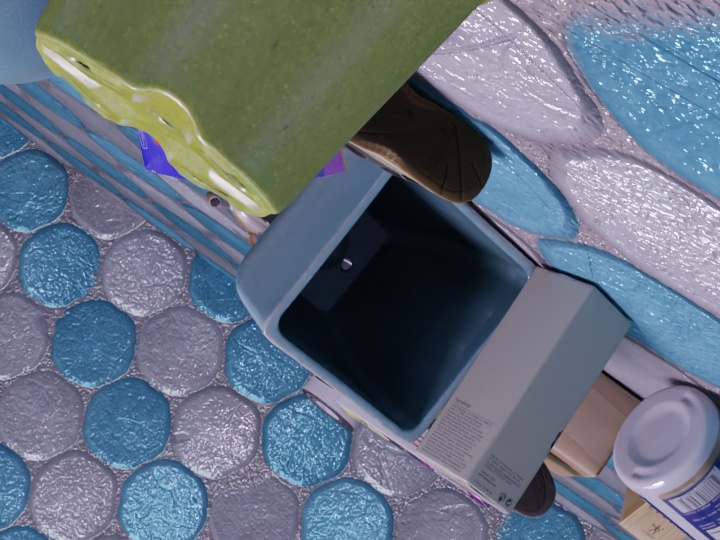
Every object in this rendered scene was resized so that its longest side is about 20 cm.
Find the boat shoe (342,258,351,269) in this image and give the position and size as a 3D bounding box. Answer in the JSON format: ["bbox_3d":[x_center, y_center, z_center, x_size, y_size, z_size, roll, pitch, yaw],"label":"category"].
[{"bbox_3d":[-0.045,0.009,1.417,0.072,0.068,0.200,21,165,-4],"label":"boat shoe"}]

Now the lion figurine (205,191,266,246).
[{"bbox_3d":[-0.161,-0.081,1.859,0.200,0.072,0.122,56,176,-28],"label":"lion figurine"}]

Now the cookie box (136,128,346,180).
[{"bbox_3d":[-0.093,-0.143,0.834,0.200,0.075,0.172,19,121,65],"label":"cookie box"}]

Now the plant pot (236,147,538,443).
[{"bbox_3d":[0.000,0.000,1.206,0.196,0.196,0.200,40,177,-30],"label":"plant pot"}]

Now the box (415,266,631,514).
[{"bbox_3d":[0.140,0.101,1.133,0.068,0.200,0.082,40,171,-34],"label":"box"}]

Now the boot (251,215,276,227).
[{"bbox_3d":[-0.055,-0.062,1.463,0.203,0.074,0.154,34,169,-1],"label":"boot"}]

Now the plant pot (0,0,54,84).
[{"bbox_3d":[-0.233,-0.196,0.830,0.200,0.200,0.135,30,168,36],"label":"plant pot"}]

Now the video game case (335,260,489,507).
[{"bbox_3d":[0.103,0.094,1.251,0.181,0.200,0.036,32,171,28],"label":"video game case"}]

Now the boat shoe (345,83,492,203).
[{"bbox_3d":[0.003,-0.112,0.920,0.200,0.073,0.065,39,166,-25],"label":"boat shoe"}]

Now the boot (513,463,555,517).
[{"bbox_3d":[0.142,0.212,1.494,0.200,0.073,0.151,36,171,20],"label":"boot"}]

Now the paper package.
[{"bbox_3d":[0.194,0.138,1.479,0.200,0.104,0.191,36,171,1],"label":"paper package"}]

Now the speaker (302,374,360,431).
[{"bbox_3d":[0.023,0.088,1.556,0.081,0.200,0.081,37,168,9],"label":"speaker"}]

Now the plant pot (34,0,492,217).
[{"bbox_3d":[-0.038,-0.132,0.576,0.200,0.184,0.200,35,172,6],"label":"plant pot"}]

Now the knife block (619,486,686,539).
[{"bbox_3d":[0.373,0.228,1.469,0.064,0.176,0.200,37,-143,-6],"label":"knife block"}]

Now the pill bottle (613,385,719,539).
[{"bbox_3d":[0.339,0.204,1.233,0.200,0.111,0.111,40,171,-26],"label":"pill bottle"}]
